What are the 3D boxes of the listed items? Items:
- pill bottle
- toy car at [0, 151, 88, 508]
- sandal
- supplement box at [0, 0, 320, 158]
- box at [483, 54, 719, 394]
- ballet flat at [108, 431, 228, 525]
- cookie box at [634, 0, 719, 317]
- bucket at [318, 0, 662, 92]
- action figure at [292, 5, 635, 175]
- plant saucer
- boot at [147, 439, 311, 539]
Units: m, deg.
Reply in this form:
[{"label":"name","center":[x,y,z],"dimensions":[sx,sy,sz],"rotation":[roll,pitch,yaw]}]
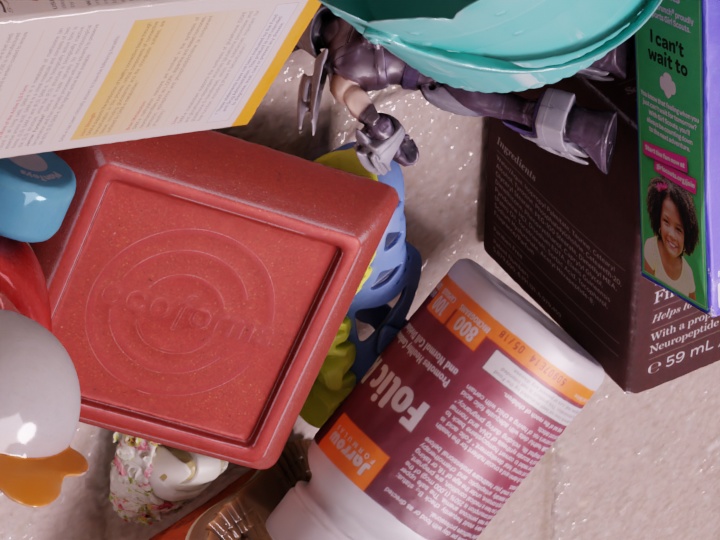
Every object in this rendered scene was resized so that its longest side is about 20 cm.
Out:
[{"label":"pill bottle","center":[0.041,0.103,1.640],"dimensions":[0.200,0.114,0.114],"rotation":[-51,139,5]},{"label":"toy car","center":[-0.217,0.050,1.417],"dimensions":[0.176,0.200,0.185],"rotation":[10,118,-38]},{"label":"sandal","center":[0.000,0.000,1.654],"dimensions":[0.087,0.080,0.200],"rotation":[-23,144,-30]},{"label":"supplement box","center":[-0.133,-0.126,1.406],"dimensions":[0.199,0.074,0.126],"rotation":[-10,152,-33]},{"label":"box","center":[0.185,-0.069,1.664],"dimensions":[0.165,0.164,0.201],"rotation":[-22,135,-23]},{"label":"ballet flat","center":[-0.099,0.085,1.650],"dimensions":[0.075,0.064,0.201],"rotation":[-5,128,-36]},{"label":"cookie box","center":[0.235,-0.098,1.506],"dimensions":[0.171,0.075,0.201],"rotation":[-17,116,-26]},{"label":"bucket","center":[0.058,-0.191,1.358],"dimensions":[0.207,0.207,0.135],"rotation":[-45,154,3]},{"label":"action figure","center":[0.046,-0.111,1.525],"dimensions":[0.069,0.199,0.131],"rotation":[35,69,-78]},{"label":"plant saucer","center":[-0.101,0.018,1.554],"dimensions":[0.199,0.037,0.200],"rotation":[16,115,-19]},{"label":"boot","center":[-0.081,0.165,1.720],"dimensions":[0.107,0.075,0.200],"rotation":[-25,179,31]}]
